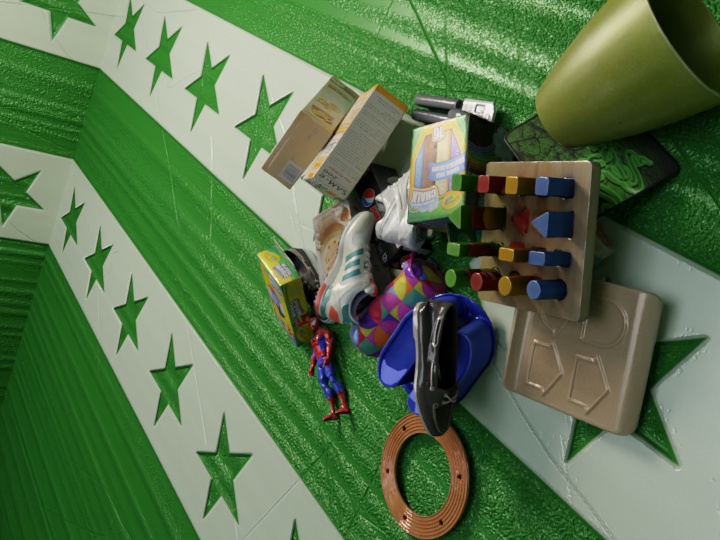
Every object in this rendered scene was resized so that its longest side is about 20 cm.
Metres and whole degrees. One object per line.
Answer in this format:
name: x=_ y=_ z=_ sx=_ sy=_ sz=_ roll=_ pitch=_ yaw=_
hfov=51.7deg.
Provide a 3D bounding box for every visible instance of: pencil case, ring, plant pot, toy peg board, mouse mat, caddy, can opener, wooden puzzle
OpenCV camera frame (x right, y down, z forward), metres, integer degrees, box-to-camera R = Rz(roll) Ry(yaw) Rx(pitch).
pencil case: x=0.062 y=0.061 z=1.262 sx=0.200 sy=0.088 sz=0.088 roll=-51 pitch=48 yaw=31
ring: x=0.105 y=0.330 z=1.204 sx=0.200 sy=0.019 sz=0.201 roll=-15 pitch=71 yaw=49
plant pot: x=0.325 y=-0.241 z=0.926 sx=0.200 sy=0.187 sz=0.187 roll=-33 pitch=58 yaw=45
toy peg board: x=0.200 y=-0.045 z=0.979 sx=0.199 sy=0.098 sz=0.200 roll=14 pitch=103 yaw=59
mouse mat: x=0.305 y=-0.161 z=1.005 sx=0.161 sy=0.008 sz=0.200 roll=-30 pitch=55 yaw=5
caddy: x=0.121 y=0.131 z=1.162 sx=0.141 sy=0.105 sz=0.200 roll=42 pitch=117 yaw=20
can opener: x=0.149 y=-0.267 z=1.242 sx=0.200 sy=0.066 sz=0.053 roll=28 pitch=104 yaw=55
wooden puzzle: x=0.295 y=0.100 z=0.994 sx=0.200 sy=0.046 sz=0.185 roll=17 pitch=101 yaw=46

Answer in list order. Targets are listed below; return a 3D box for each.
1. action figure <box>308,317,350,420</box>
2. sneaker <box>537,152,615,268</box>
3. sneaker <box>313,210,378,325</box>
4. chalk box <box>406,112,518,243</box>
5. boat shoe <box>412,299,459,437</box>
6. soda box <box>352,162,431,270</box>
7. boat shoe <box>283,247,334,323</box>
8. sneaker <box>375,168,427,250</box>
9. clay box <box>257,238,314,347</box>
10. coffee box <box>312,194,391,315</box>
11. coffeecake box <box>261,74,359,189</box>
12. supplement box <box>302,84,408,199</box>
action figure: x=-0.069 y=0.182 z=1.419 sx=0.065 sy=0.052 sz=0.200 roll=-39 pitch=55 yaw=45
sneaker: x=0.273 y=-0.083 z=1.042 sx=0.080 sy=0.071 sz=0.200 roll=-43 pitch=53 yaw=32
sneaker: x=0.000 y=0.000 z=1.260 sx=0.093 sy=0.070 sz=0.200 roll=23 pitch=87 yaw=22
chalk box: x=0.157 y=-0.121 z=1.150 sx=0.124 sy=0.125 sz=0.200 roll=-4 pitch=79 yaw=50
boat shoe: x=0.114 y=0.141 z=1.064 sx=0.057 sy=0.067 sz=0.200 roll=-5 pitch=91 yaw=38
soda box: x=0.051 y=-0.097 z=1.315 sx=0.063 sy=0.071 sz=0.200 roll=-47 pitch=49 yaw=35
boat shoe: x=-0.103 y=0.029 z=1.488 sx=0.069 sy=0.057 sz=0.200 roll=-56 pitch=45 yaw=27
sneaker: x=0.076 y=-0.131 z=1.234 sx=0.099 sy=0.078 sz=0.200 roll=10 pitch=60 yaw=23
clay box: x=-0.148 y=0.043 z=1.463 sx=0.115 sy=0.048 sz=0.200 roll=48 pitch=157 yaw=44
coffee box: x=-0.016 y=-0.023 z=1.374 sx=0.114 sy=0.080 sz=0.200 roll=-30 pitch=60 yaw=43
coffeecake box: x=-0.094 y=-0.271 z=1.443 sx=0.154 sy=0.073 sz=0.200 roll=-48 pitch=10 yaw=35
supplement box: x=-0.012 y=-0.227 z=1.334 sx=0.200 sy=0.074 sz=0.126 roll=-56 pitch=14 yaw=-4
